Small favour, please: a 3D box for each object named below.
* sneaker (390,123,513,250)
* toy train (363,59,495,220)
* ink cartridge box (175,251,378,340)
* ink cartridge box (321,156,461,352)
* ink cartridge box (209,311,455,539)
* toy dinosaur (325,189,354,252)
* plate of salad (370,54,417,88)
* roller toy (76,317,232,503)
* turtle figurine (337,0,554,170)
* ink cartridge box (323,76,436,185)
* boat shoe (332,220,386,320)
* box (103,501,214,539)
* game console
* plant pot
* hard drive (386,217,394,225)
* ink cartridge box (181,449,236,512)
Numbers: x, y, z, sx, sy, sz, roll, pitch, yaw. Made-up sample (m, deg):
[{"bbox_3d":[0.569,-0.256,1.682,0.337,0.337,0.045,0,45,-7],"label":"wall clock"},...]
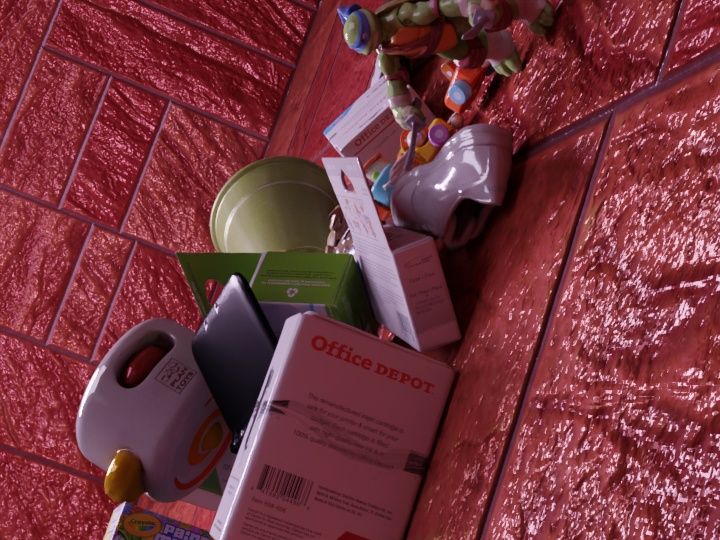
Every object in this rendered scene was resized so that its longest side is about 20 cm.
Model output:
[{"bbox_3d":[0.080,-0.054,1.126,0.200,0.074,0.089,130,141,-62],"label":"sneaker"},{"bbox_3d":[0.060,-0.145,1.247,0.200,0.055,0.151,-49,-12,-31],"label":"toy train"},{"bbox_3d":[-0.092,0.057,1.258,0.149,0.198,0.076,73,-154,-42],"label":"ink cartridge box"},{"bbox_3d":[0.026,-0.027,1.120,0.200,0.044,0.178,-152,44,-78],"label":"ink cartridge box"},{"bbox_3d":[-0.024,0.153,1.021,0.084,0.143,0.202,161,130,-75],"label":"ink cartridge box"},{"bbox_3d":[-0.020,-0.054,1.469,0.101,0.058,0.202,144,146,-72],"label":"toy dinosaur"},{"bbox_3d":[0.051,-0.266,1.661,0.200,0.048,0.202,15,-90,-82],"label":"plate of salad"},{"bbox_3d":[-0.215,0.159,1.367,0.184,0.139,0.200,-67,-18,9],"label":"roller toy"},{"bbox_3d":[0.090,-0.187,1.099,0.200,0.193,0.145,36,131,43],"label":"turtle figurine"},{"bbox_3d":[0.025,-0.171,1.479,0.116,0.067,0.200,-42,14,4],"label":"ink cartridge box"},{"bbox_3d":[0.000,0.000,1.325,0.200,0.071,0.073,125,147,-59],"label":"boat shoe"},{"bbox_3d":[-0.197,0.374,1.297,0.122,0.198,0.194,139,151,-68],"label":"box"},{"bbox_3d":[-0.072,0.106,1.219,0.200,0.174,0.117,129,148,-58],"label":"game console"},{"bbox_3d":[-0.093,-0.024,1.644,0.201,0.198,0.190,-64,25,22],"label":"plant pot"},{"bbox_3d":[-0.008,0.018,1.497,0.132,0.026,0.202,163,127,-75],"label":"hard drive"},{"bbox_3d":[-0.156,0.201,1.544,0.084,0.144,0.202,121,166,-60],"label":"ink cartridge box"}]
